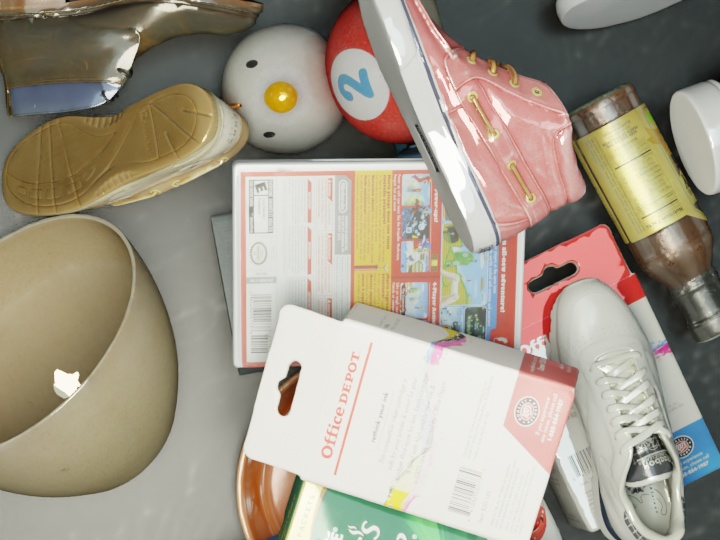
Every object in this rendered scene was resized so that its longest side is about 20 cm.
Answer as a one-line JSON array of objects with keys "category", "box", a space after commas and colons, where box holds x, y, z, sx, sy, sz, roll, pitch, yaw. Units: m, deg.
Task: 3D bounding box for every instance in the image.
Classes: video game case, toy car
[{"category": "video game case", "box": [0.012, -0.005, 1.340, 0.199, 0.017, 0.144, -1, 105, -6]}, {"category": "toy car", "box": [-0.030, -0.134, 1.405, 0.199, 0.177, 0.185, -15, 102, 5]}]

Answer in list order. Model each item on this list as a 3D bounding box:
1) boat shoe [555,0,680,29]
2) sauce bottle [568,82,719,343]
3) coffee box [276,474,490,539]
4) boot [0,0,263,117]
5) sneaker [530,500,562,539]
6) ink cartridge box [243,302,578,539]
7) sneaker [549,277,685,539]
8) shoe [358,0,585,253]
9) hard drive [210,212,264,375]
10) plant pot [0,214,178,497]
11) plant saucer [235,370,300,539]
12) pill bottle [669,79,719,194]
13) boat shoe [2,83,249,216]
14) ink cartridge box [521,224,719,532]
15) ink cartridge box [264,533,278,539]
[{"category": "boat shoe", "box": [0.234, -0.239, 1.489, 0.199, 0.069, 0.057, -21, 72, -9]}, {"category": "sauce bottle", "box": [0.222, -0.041, 1.479, 0.065, 0.065, 0.200, -29, 94, -7]}, {"category": "coffee box", "box": [0.034, 0.222, 1.348, 0.199, 0.044, 0.123, 20, 86, -6]}, {"category": "boot", "box": [-0.170, -0.159, 1.433, 0.199, 0.075, 0.097, 1, 98, 3]}, {"category": "sneaker", "box": [0.092, 0.153, 1.400, 0.067, 0.108, 0.202, -29, 92, -7]}, {"category": "ink cartridge box", "box": [0.033, 0.095, 1.311, 0.199, 0.067, 0.117, 17, 102, 5]}, {"category": "sneaker", "box": [0.190, 0.101, 1.392, 0.076, 0.081, 0.201, -17, 89, -6]}, {"category": "shoe", "box": [0.074, -0.118, 1.286, 0.091, 0.071, 0.201, -26, 101, -6]}, {"category": "hard drive", "box": [0.000, 0.000, 1.419, 0.199, 0.033, 0.140, -10, 46, -5]}, {"category": "plant pot", "box": [-0.204, 0.080, 1.372, 0.200, 0.200, 0.135, -45, 130, -6]}, {"category": "plant saucer", "box": [0.007, 0.159, 1.459, 0.199, 0.032, 0.201, 0, 87, -7]}, {"category": "pill bottle", "box": [0.339, -0.126, 1.471, 0.199, 0.111, 0.111, -19, 91, -7]}, {"category": "boat shoe", "box": [-0.166, -0.077, 1.399, 0.199, 0.069, 0.074, -12, 74, 32]}, {"category": "ink cartridge box", "box": [0.171, 0.079, 1.464, 0.116, 0.067, 0.201, -25, 91, -8]}, {"category": "ink cartridge box", "box": [-0.019, 0.248, 1.402, 0.199, 0.076, 0.137, -24, 91, -6]}]
